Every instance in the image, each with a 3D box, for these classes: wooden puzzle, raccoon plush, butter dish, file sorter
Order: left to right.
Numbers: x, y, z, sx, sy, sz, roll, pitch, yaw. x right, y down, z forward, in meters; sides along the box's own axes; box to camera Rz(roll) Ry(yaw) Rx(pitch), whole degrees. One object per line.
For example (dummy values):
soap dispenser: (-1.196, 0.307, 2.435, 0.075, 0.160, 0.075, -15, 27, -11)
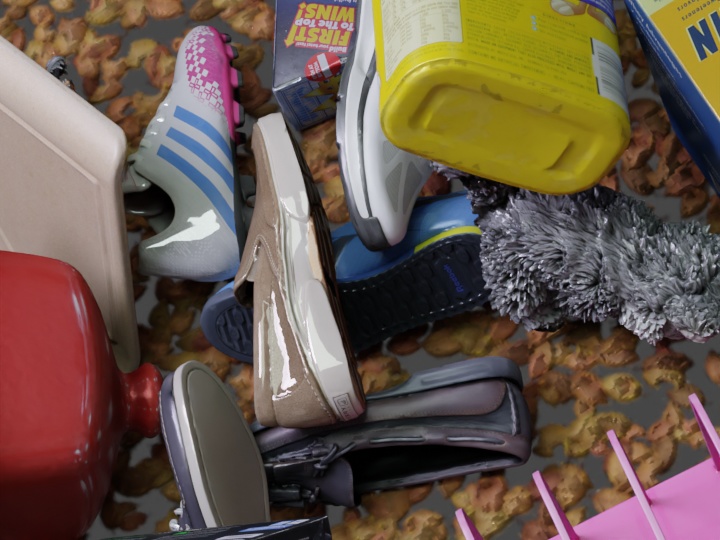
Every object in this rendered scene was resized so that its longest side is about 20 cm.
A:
wooden puzzle: (-0.197, -0.050, 1.817, 0.037, 0.200, 0.185, -33, 55, -31)
butter dish: (-0.188, 0.079, 1.763, 0.147, 0.200, 0.200, -1, 62, -9)
raccoon plush: (0.128, -0.017, 1.687, 0.134, 0.200, 0.097, 8, 76, 42)
file sorter: (0.171, 0.158, 1.616, 0.200, 0.125, 0.139, -27, 58, 3)

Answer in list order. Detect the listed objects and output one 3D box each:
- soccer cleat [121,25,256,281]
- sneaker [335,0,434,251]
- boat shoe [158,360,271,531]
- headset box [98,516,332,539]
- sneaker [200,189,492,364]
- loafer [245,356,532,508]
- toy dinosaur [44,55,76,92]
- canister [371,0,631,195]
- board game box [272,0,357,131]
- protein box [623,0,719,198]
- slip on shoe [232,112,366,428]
soccer cleat: (-0.111, -0.076, 1.842, 0.086, 0.070, 0.200, -5, 48, -4)
sneaker: (0.052, -0.106, 1.756, 0.115, 0.076, 0.201, -2, 63, 16)
boat shoe: (-0.086, 0.153, 1.698, 0.063, 0.073, 0.201, -15, 95, 28)
headset box: (-0.089, 0.243, 1.602, 0.174, 0.093, 0.201, -10, 90, 40)
sneaker: (0.000, 0.000, 1.799, 0.200, 0.066, 0.079, -18, 34, 15)
loafer: (0.003, 0.107, 1.733, 0.199, 0.072, 0.063, -18, 64, 5)
toy dinosaur: (-0.286, -0.107, 1.928, 0.199, 0.102, 0.136, -13, 76, -13)
canister: (0.074, -0.148, 1.667, 0.148, 0.087, 0.200, 16, 44, -20)
board game box: (0.025, -0.181, 1.877, 0.199, 0.062, 0.200, 8, 69, 19)
protein box: (0.260, -0.090, 1.672, 0.135, 0.200, 0.199, -31, 59, 1)
slip on shoe: (-0.046, 0.000, 1.725, 0.060, 0.076, 0.200, -17, 65, 6)
